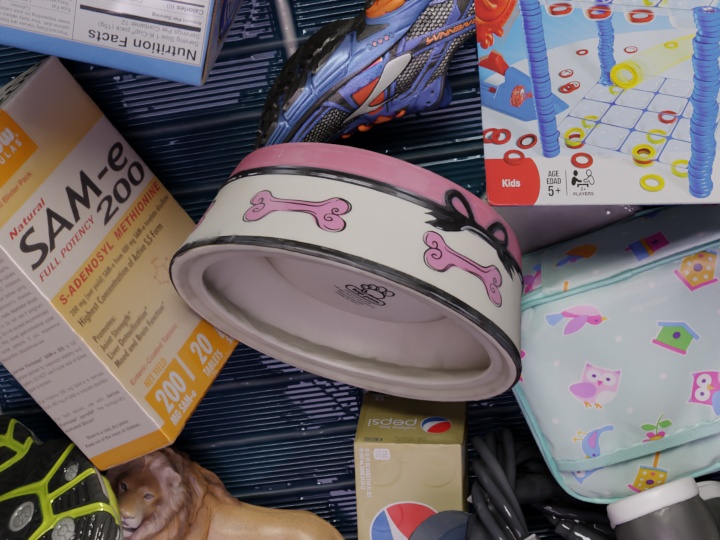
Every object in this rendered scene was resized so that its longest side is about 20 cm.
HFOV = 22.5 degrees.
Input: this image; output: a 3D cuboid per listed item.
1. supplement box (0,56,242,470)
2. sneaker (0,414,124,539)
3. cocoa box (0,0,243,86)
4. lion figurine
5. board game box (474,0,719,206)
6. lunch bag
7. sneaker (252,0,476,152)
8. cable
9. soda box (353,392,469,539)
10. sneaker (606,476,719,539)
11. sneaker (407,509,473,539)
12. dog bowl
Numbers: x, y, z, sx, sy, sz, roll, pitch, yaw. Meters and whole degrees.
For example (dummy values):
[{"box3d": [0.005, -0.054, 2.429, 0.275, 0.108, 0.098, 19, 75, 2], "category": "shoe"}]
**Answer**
[{"box3d": [-0.162, -0.004, 1.037, 0.073, 0.126, 0.200, -24, 114, 40], "category": "supplement box"}, {"box3d": [-0.181, 0.146, 1.102, 0.075, 0.200, 0.076, -49, 120, -8], "category": "sneaker"}, {"box3d": [-0.115, -0.195, 0.904, 0.133, 0.200, 0.132, 12, 117, 0], "category": "cocoa box"}, {"box3d": [-0.075, 0.176, 1.163, 0.199, 0.073, 0.123, 11, 110, -15], "category": "lion figurine"}, {"box3d": [0.151, -0.132, 0.903, 0.199, 0.056, 0.197, 0, 98, 39], "category": "board game box"}, {"box3d": [0.188, 0.047, 1.056, 0.199, 0.077, 0.161, -18, 112, 15], "category": "lunch bag"}, {"box3d": [0.012, -0.107, 1.006, 0.078, 0.075, 0.200, 39, 115, -16], "category": "sneaker"}, {"box3d": [0.132, 0.181, 1.081, 0.200, 0.163, 0.051, 37, 111, -24], "category": "cable"}, {"box3d": [0.035, 0.179, 1.146, 0.067, 0.064, 0.201, 1, 115, 6], "category": "soda box"}, {"box3d": [0.189, 0.176, 1.048, 0.070, 0.200, 0.100, -20, 78, 11], "category": "sneaker"}, {"box3d": [0.098, 0.202, 1.093, 0.200, 0.082, 0.070, 34, 84, -49], "category": "sneaker"}, {"box3d": [0.000, 0.000, 0.994, 0.199, 0.074, 0.200, 16, 159, 6], "category": "dog bowl"}]
